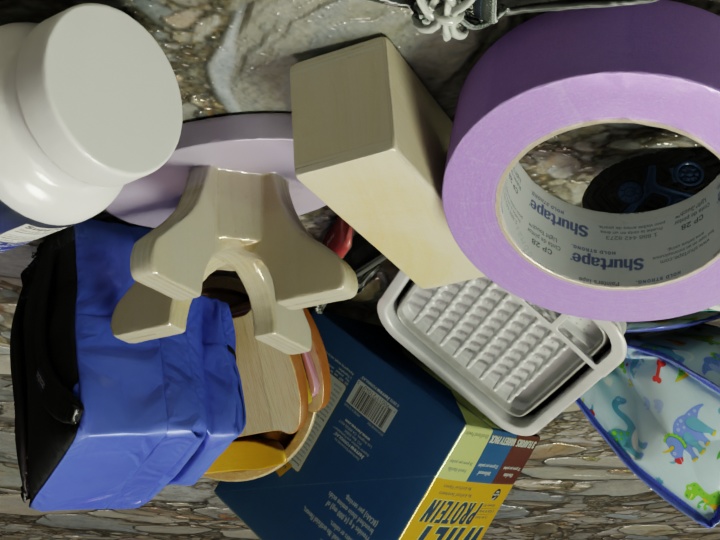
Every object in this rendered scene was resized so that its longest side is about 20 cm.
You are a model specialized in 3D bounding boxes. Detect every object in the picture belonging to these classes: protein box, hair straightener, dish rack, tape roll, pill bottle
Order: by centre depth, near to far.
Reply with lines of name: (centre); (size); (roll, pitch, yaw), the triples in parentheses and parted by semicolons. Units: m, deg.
pill bottle: (-0.203, -0.072, 0.667); (0.200, 0.116, 0.116); (-17, 153, 35)
tape roll: (0.150, -0.057, 0.677); (0.200, 0.066, 0.200); (7, 140, 6)
dish rack: (0.111, 0.034, 0.917); (0.172, 0.044, 0.200); (39, 145, 5)
hair straightener: (0.000, 0.000, 0.948); (0.077, 0.041, 0.200); (6, 158, -13)
protein box: (0.012, 0.176, 1.059); (0.198, 0.200, 0.135); (35, -169, 36)

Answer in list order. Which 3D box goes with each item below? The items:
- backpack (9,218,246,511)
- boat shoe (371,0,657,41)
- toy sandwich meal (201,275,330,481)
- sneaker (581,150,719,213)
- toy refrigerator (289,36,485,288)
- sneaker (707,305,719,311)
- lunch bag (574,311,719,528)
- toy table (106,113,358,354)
backpack: (-0.185, 0.068, 0.910); (0.168, 0.200, 0.163); (8, 144, -35)
boat shoe: (0.049, -0.142, 0.544); (0.199, 0.068, 0.074); (-1, 158, 4)
toy sandwich meal: (-0.122, 0.098, 1.010); (0.205, 0.206, 0.070); (-8, -174, 20)
sneaker: (0.250, -0.035, 0.804); (0.200, 0.076, 0.077); (2, 154, 0)
toy refrigerator: (0.026, -0.059, 0.744); (0.070, 0.076, 0.200); (-13, 156, 20)
sneaker: (0.259, 0.002, 0.934); (0.200, 0.078, 0.091); (-2, 175, 17)
lunch bag: (0.264, 0.096, 0.982); (0.200, 0.128, 0.170); (35, -158, 28)
toy table: (-0.090, -0.021, 0.797); (0.200, 0.117, 0.184); (-18, 152, 37)
